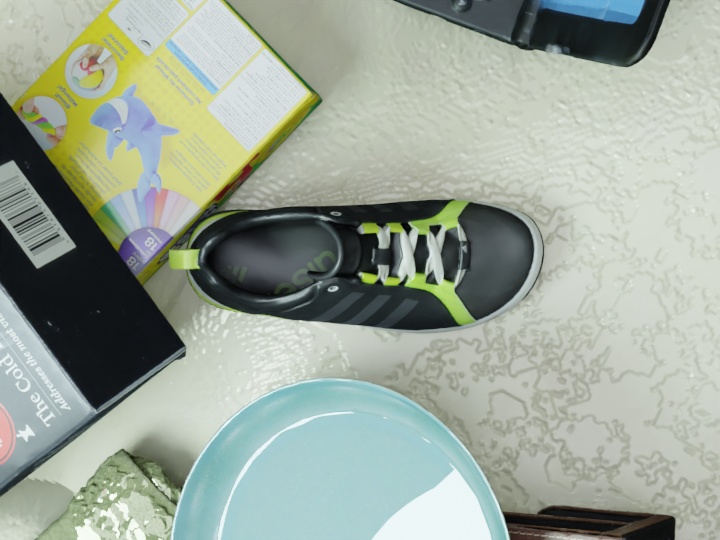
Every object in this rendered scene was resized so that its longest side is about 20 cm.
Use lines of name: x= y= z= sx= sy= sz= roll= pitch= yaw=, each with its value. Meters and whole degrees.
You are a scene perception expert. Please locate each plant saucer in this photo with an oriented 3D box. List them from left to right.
plant saucer: x=-0.007 y=0.155 z=1.040 sx=0.199 sy=0.027 sz=0.202 roll=0 pitch=89 yaw=28

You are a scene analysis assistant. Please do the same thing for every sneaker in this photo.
sneaker: x=0.000 y=0.000 z=1.073 sx=0.198 sy=0.083 sz=0.072 roll=-3 pitch=90 yaw=-2

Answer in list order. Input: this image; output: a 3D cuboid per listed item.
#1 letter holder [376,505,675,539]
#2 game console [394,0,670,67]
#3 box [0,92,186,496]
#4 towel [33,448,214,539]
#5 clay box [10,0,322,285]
letter holder: x=0.080 y=0.226 z=1.063 sx=0.141 sy=0.100 sz=0.202 roll=2 pitch=90 yaw=24
game console: x=0.095 y=-0.222 z=1.052 sx=0.175 sy=0.116 sz=0.202 roll=21 pitch=91 yaw=4
box: x=-0.227 y=0.024 z=1.049 sx=0.182 sy=0.104 sz=0.201 roll=-37 pitch=90 yaw=28
towel: x=-0.110 y=0.213 z=1.110 sx=0.148 sy=0.036 sz=0.200 roll=-42 pitch=88 yaw=4
clay box: x=-0.130 y=-0.062 z=1.104 sx=0.200 sy=0.048 sz=0.115 roll=-45 pitch=86 yaw=5
